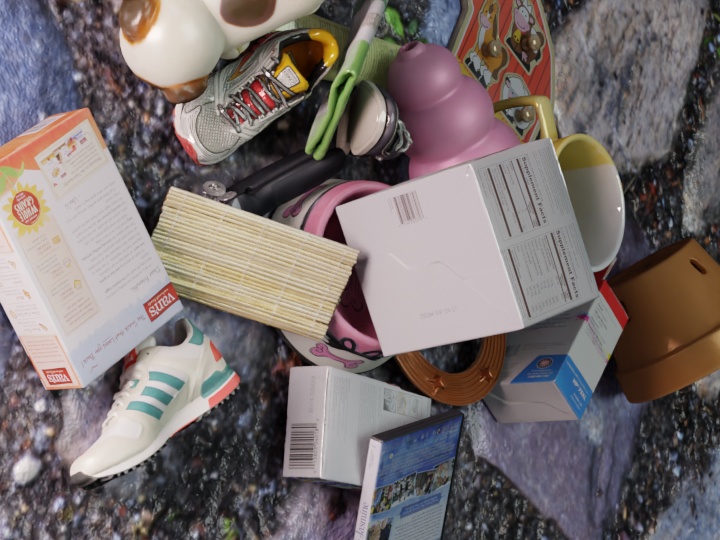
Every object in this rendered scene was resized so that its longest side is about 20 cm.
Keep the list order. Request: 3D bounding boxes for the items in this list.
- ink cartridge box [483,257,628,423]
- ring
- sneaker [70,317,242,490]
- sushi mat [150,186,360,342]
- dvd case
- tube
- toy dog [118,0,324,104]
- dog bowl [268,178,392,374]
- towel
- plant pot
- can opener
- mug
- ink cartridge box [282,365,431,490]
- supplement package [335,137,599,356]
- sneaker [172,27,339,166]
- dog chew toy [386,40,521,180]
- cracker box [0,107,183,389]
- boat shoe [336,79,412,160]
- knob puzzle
[{"bbox_3d":[0.225,0.078,1.869,0.067,0.116,0.200,55,49,-28],"label":"ink cartridge box"},{"bbox_3d":[0.092,0.046,1.767,0.200,0.019,0.201,21,60,-40],"label":"ring"},{"bbox_3d":[-0.195,0.112,1.435,0.200,0.070,0.094,-36,96,-43],"label":"sneaker"},{"bbox_3d":[-0.102,-0.004,1.506,0.200,0.012,0.096,19,96,-24],"label":"sushi mat"},{"bbox_3d":[0.044,0.247,1.660,0.143,0.018,0.200,-12,115,-51],"label":"dvd case"},{"bbox_3d":[-0.018,-0.222,1.688,0.200,0.052,0.058,9,38,-42],"label":"tube"},{"bbox_3d":[-0.123,-0.237,1.474,0.200,0.194,0.140,-36,132,-9],"label":"toy dog"},{"bbox_3d":[0.000,0.000,1.629,0.200,0.074,0.201,9,75,-38],"label":"dog bowl"},{"bbox_3d":[-0.004,-0.221,1.574,0.031,0.149,0.200,22,55,-2],"label":"towel"},{"bbox_3d":[0.381,0.052,2.011,0.200,0.200,0.140,-31,92,-46],"label":"plant pot"},{"bbox_3d":[-0.092,-0.073,1.567,0.200,0.063,0.079,-40,136,-40],"label":"can opener"},{"bbox_3d":[0.192,-0.084,1.825,0.149,0.153,0.187,22,68,-45],"label":"mug"},{"bbox_3d":[0.000,0.165,1.647,0.200,0.050,0.109,22,69,-55],"label":"ink cartridge box"},{"bbox_3d":[0.097,-0.020,1.534,0.111,0.200,0.156,-19,93,-39],"label":"supplement package"},{"bbox_3d":[-0.099,-0.173,1.550,0.200,0.082,0.078,-47,112,-31],"label":"sneaker"},{"bbox_3d":[0.091,-0.147,1.704,0.125,0.124,0.200,-51,124,-39],"label":"dog chew toy"},{"bbox_3d":[-0.248,-0.018,1.386,0.134,0.058,0.200,-40,114,-43],"label":"cracker box"},{"bbox_3d":[0.021,-0.142,1.608,0.063,0.200,0.073,7,88,-10],"label":"boat shoe"},{"bbox_3d":[0.183,-0.256,1.930,0.219,0.030,0.220,9,78,-48],"label":"knob puzzle"}]
